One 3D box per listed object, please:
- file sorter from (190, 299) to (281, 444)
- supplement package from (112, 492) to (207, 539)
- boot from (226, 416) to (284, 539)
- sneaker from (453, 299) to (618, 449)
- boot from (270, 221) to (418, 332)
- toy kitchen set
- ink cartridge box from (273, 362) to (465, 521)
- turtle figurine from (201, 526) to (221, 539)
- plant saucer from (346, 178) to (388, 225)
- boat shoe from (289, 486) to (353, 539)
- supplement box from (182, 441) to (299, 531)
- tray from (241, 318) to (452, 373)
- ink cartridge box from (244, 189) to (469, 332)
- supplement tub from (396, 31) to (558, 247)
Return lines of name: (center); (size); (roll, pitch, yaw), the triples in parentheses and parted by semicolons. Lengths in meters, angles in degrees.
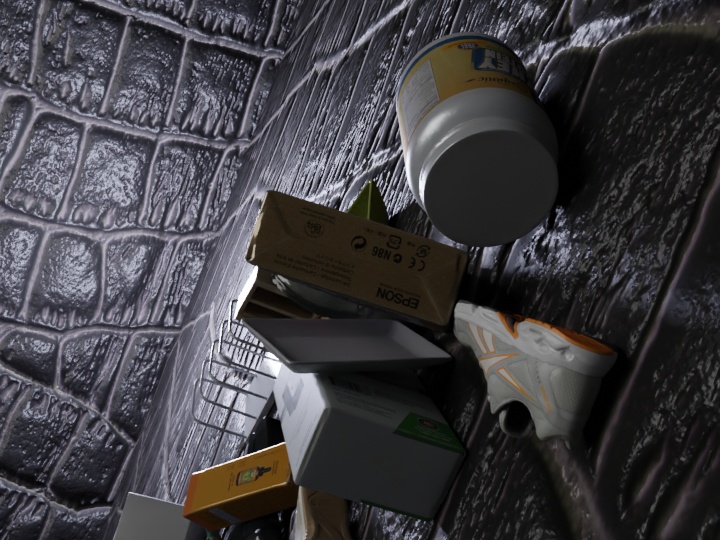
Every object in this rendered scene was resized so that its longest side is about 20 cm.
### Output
file sorter: (-0.212, 0.176, 1.409); (0.201, 0.124, 0.139); (-62, 19, 23)
supplement package: (-0.344, 0.469, 1.370); (0.200, 0.120, 0.121); (96, -172, -68)
boot: (-0.164, 0.340, 1.169); (0.165, 0.065, 0.201); (-42, 35, 31)
sneaker: (0.119, 0.081, 0.635); (0.200, 0.075, 0.093); (-163, 89, -73)
boot: (0.000, 0.000, 0.931); (0.132, 0.199, 0.068); (-67, -18, 9)
toy kitchen set: (-0.087, 0.137, 0.997); (0.164, 0.179, 0.201); (-55, 21, 40)
ink cartridge box: (-0.001, 0.146, 0.792); (0.084, 0.145, 0.200); (-66, 17, 11)
turtle figurine: (-0.246, 0.465, 1.228); (0.151, 0.100, 0.200); (-62, -3, -31)
plant saucer: (-0.014, 0.002, 1.147); (0.200, 0.047, 0.201); (-53, 24, 43)
boat shoe: (-0.044, 0.315, 0.863); (0.201, 0.071, 0.065); (-101, 24, -54)
supplement box: (-0.148, 0.293, 1.067); (0.199, 0.069, 0.067); (-26, 40, 31)
tray: (-0.012, 0.077, 0.791); (0.107, 0.198, 0.022); (29, 111, 51)
ink cartridge box: (0.004, -0.004, 0.783); (0.165, 0.198, 0.076); (45, -117, -80)
supplement tub: (0.112, -0.131, 0.773); (0.145, 0.143, 0.201); (-57, 22, 32)
